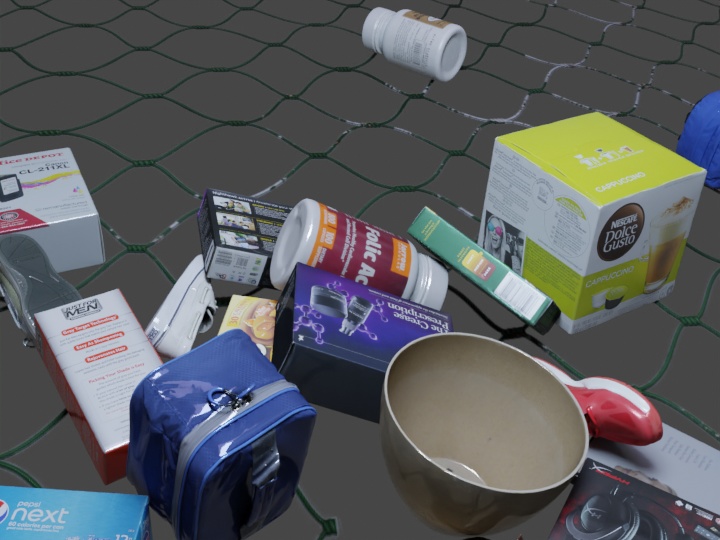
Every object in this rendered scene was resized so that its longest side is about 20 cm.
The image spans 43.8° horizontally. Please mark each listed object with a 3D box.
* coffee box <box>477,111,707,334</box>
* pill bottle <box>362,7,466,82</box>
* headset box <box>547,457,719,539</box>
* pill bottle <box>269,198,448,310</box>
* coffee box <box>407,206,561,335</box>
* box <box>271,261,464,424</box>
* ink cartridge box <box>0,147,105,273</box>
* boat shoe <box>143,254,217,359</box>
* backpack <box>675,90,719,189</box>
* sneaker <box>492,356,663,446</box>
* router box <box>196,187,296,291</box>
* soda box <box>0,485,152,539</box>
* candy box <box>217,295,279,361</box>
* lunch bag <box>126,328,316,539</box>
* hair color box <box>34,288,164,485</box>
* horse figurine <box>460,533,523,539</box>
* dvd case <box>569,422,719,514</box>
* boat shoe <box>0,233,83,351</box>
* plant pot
[{"bbox_3d":[0.302,-0.071,1.203,0.198,0.200,0.200,-17,40,-28],"label":"coffee box"},{"bbox_3d":[0.107,-0.465,1.819,0.199,0.116,0.114,26,40,28],"label":"pill bottle"},{"bbox_3d":[0.233,0.282,0.797,0.147,0.078,0.200,21,37,22],"label":"headset box"},{"bbox_3d":[0.000,0.000,1.092,0.198,0.115,0.115,21,29,-21],"label":"pill bottle"},{"bbox_3d":[0.156,0.002,1.125,0.199,0.044,0.123,38,3,21],"label":"coffee box"},{"bbox_3d":[0.006,0.088,0.993,0.198,0.079,0.142,19,36,-15],"label":"box"},{"bbox_3d":[-0.449,-0.081,1.233,0.144,0.084,0.200,-13,39,-23],"label":"ink cartridge box"},{"bbox_3d":[-0.207,0.047,1.096,0.065,0.072,0.200,34,20,-9],"label":"boat shoe"},{"bbox_3d":[0.645,-0.220,1.489,0.197,0.164,0.169,-7,39,-18],"label":"backpack"},{"bbox_3d":[0.213,0.166,0.958,0.115,0.079,0.199,-34,25,-28],"label":"sneaker"},{"bbox_3d":[-0.110,-0.034,1.187,0.198,0.051,0.150,12,31,-22],"label":"router box"},{"bbox_3d":[-0.292,0.242,0.805,0.197,0.065,0.068,4,34,-1],"label":"soda box"},{"bbox_3d":[-0.112,0.112,1.018,0.114,0.056,0.201,7,35,2],"label":"candy box"},{"bbox_3d":[-0.121,0.163,0.813,0.135,0.201,0.132,-28,59,-35],"label":"lunch bag"},{"bbox_3d":[-0.266,0.118,0.958,0.101,0.062,0.200,-18,52,-30],"label":"hair color box"},{"bbox_3d":[0.049,0.282,0.786,0.198,0.051,0.132,-22,21,-20],"label":"horse figurine"},{"bbox_3d":[0.334,0.224,0.942,0.199,0.018,0.142,26,40,28],"label":"dvd case"},{"bbox_3d":[-0.389,0.041,1.082,0.074,0.065,0.202,-16,54,-42],"label":"boat shoe"},{"bbox_3d":[0.103,0.178,0.868,0.198,0.136,0.201,11,35,-8],"label":"plant pot"}]
